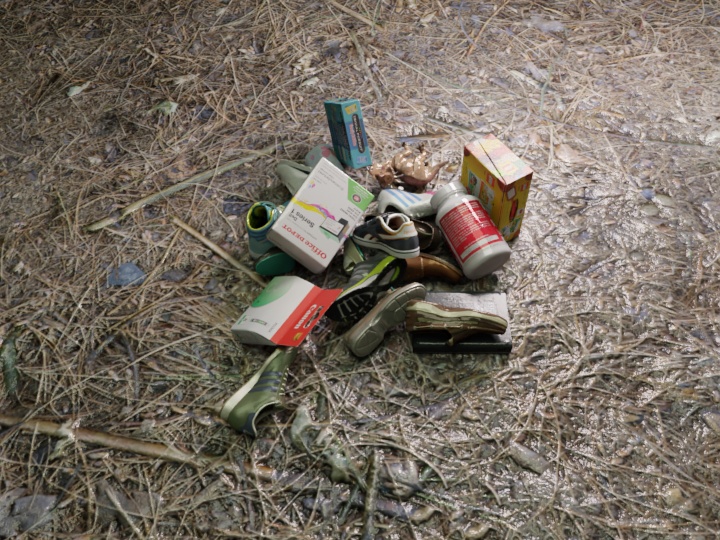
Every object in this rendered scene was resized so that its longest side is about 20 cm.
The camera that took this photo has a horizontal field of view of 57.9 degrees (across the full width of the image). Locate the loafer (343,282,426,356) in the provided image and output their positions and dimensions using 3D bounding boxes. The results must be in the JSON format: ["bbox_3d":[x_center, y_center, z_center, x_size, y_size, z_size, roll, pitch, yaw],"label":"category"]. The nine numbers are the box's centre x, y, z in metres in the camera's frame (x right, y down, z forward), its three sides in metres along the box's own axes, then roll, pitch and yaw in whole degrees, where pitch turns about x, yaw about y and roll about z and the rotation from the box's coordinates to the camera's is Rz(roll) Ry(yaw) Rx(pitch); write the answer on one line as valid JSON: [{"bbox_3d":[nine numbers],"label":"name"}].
[{"bbox_3d":[0.046,0.089,1.333,0.200,0.072,0.063,-42,36,-12],"label":"loafer"}]

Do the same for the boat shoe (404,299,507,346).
[{"bbox_3d":[0.187,0.114,1.288,0.201,0.075,0.075,9,76,8],"label":"boat shoe"}]

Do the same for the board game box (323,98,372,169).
[{"bbox_3d":[-0.033,-0.336,1.579,0.047,0.152,0.200,-16,19,-11],"label":"board game box"}]

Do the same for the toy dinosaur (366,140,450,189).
[{"bbox_3d":[0.116,-0.240,1.596,0.199,0.086,0.136,8,52,3],"label":"toy dinosaur"}]

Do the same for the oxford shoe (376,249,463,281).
[{"bbox_3d":[0.127,-0.004,1.429,0.199,0.071,0.072,17,79,18],"label":"oxford shoe"}]

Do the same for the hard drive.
[{"bbox_3d":[0.206,0.105,1.349,0.199,0.033,0.140,0,52,3],"label":"hard drive"}]

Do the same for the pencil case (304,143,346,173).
[{"bbox_3d":[-0.066,-0.218,1.586,0.083,0.091,0.200,-40,52,15],"label":"pencil case"}]

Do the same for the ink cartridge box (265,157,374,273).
[{"bbox_3d":[-0.088,-0.116,1.407,0.145,0.084,0.200,36,73,-9],"label":"ink cartridge box"}]

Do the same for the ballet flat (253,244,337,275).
[{"bbox_3d":[-0.149,-0.037,1.463,0.199,0.068,0.068,-11,41,-19],"label":"ballet flat"}]

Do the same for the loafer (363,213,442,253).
[{"bbox_3d":[0.087,-0.085,1.452,0.199,0.071,0.073,13,91,35],"label":"loafer"}]

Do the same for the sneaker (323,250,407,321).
[{"bbox_3d":[0.002,0.031,1.341,0.200,0.074,0.081,-35,37,-16],"label":"sneaker"}]

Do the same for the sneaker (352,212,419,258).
[{"bbox_3d":[0.053,-0.086,1.371,0.078,0.080,0.200,-16,23,-33],"label":"sneaker"}]

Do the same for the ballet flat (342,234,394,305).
[{"bbox_3d":[0.000,0.000,1.426,0.069,0.070,0.200,-26,55,-17],"label":"ballet flat"}]

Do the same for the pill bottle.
[{"bbox_3d":[0.235,-0.090,1.427,0.112,0.112,0.200,-22,68,-14],"label":"pill bottle"}]

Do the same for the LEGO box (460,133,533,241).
[{"bbox_3d":[0.297,-0.178,1.462,0.077,0.200,0.149,-26,55,-17],"label":"LEGO box"}]

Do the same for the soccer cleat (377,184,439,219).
[{"bbox_3d":[0.137,-0.145,1.537,0.199,0.070,0.087,7,70,10],"label":"soccer cleat"}]

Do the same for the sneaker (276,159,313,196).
[{"bbox_3d":[-0.146,-0.209,1.543,0.200,0.076,0.081,25,95,49],"label":"sneaker"}]

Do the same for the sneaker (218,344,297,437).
[{"bbox_3d":[-0.171,0.234,1.249,0.090,0.067,0.200,35,61,17],"label":"sneaker"}]

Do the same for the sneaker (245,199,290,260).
[{"bbox_3d":[-0.188,-0.127,1.488,0.079,0.131,0.200,21,54,19],"label":"sneaker"}]

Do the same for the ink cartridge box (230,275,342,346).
[{"bbox_3d":[-0.152,0.079,1.313,0.200,0.050,0.161,-6,38,49],"label":"ink cartridge box"}]
